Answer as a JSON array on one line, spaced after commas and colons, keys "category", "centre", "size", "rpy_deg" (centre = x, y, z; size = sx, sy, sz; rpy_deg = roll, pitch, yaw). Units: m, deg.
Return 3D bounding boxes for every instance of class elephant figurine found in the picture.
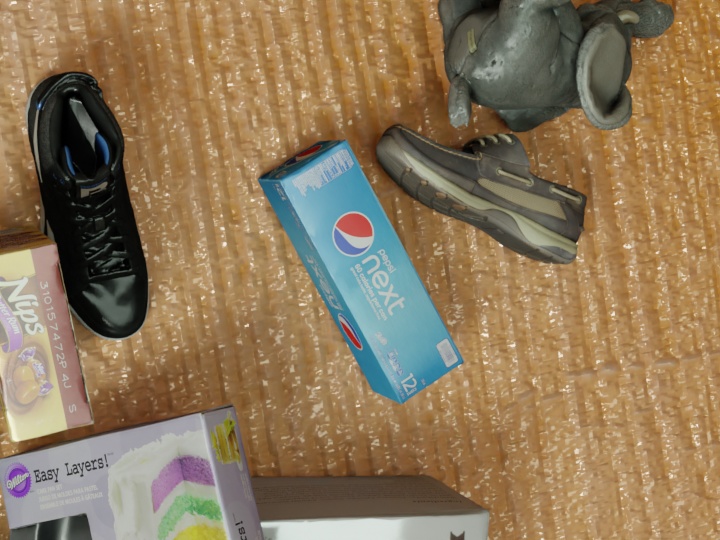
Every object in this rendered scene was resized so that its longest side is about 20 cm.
[{"category": "elephant figurine", "centre": [0.165, -0.167, 1.078], "size": [0.199, 0.142, 0.155], "rpy_deg": [28, 115, -34]}]

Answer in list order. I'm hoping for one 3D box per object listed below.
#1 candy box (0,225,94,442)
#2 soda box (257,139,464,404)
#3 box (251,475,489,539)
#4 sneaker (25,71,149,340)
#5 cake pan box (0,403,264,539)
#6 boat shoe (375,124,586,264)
[{"category": "candy box", "centre": [-0.227, 0.035, 0.914], "size": [0.056, 0.200, 0.118], "rpy_deg": [-12, 98, -18]}, {"category": "soda box", "centre": [0.000, 0.000, 1.059], "size": [0.064, 0.068, 0.201], "rpy_deg": [-31, 104, -15]}, {"category": "box", "centre": [-0.018, 0.268, 1.042], "size": [0.198, 0.131, 0.201], "rpy_deg": [2, 93, -19]}, {"category": "sneaker", "centre": [-0.194, -0.040, 0.966], "size": [0.072, 0.112, 0.202], "rpy_deg": [-17, 100, -16]}, {"category": "cake pan box", "centre": [-0.158, 0.203, 0.958], "size": [0.198, 0.052, 0.186], "rpy_deg": [-14, 84, 27]}, {"category": "boat shoe", "centre": [0.100, -0.073, 1.090], "size": [0.199, 0.074, 0.074], "rpy_deg": [28, 81, -28]}]
